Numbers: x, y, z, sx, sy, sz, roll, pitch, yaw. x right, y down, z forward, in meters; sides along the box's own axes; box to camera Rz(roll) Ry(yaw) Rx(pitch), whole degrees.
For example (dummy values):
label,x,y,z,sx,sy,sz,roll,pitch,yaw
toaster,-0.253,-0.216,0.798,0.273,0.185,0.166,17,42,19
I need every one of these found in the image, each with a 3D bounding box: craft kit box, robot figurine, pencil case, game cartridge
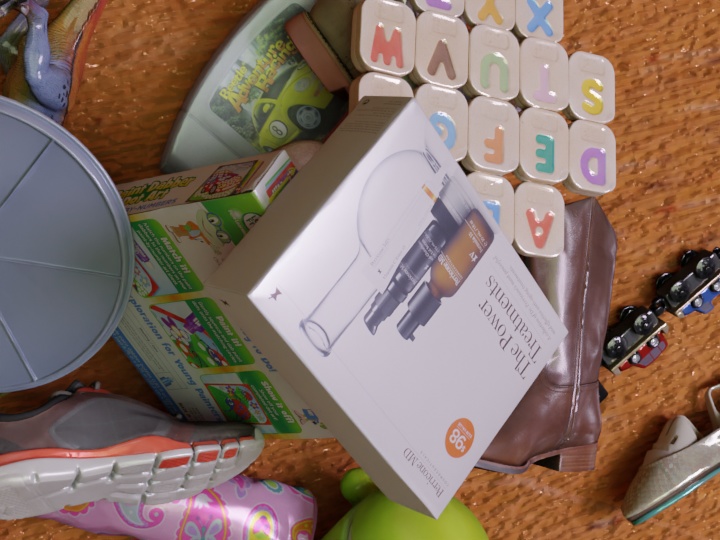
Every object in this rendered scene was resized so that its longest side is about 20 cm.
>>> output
label,x,y,z,sx,sy,sz,roll,pitch,yaw
craft kit box,-0.082,0.027,0.795,0.200,0.197,0.049,59,46,-29
robot figurine,0.015,0.230,0.880,0.115,0.176,0.200,13,132,-34
pencil case,-0.131,0.161,0.874,0.199,0.087,0.088,24,93,-17
game cartridge,-0.043,-0.119,0.873,0.133,0.041,0.200,39,88,-14

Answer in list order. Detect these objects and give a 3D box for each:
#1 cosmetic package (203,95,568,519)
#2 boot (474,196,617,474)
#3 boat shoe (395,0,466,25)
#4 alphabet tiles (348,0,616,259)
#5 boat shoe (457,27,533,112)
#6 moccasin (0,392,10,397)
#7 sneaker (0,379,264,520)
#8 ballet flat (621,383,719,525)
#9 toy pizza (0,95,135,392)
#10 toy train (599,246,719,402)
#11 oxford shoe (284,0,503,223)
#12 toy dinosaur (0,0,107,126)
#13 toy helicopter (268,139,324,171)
label,x,y,z,sx,sy,sz,roll,pitch,yaw
cosmetic package,0.023,0.023,0.722,0.151,0.052,0.200,-50,124,-19
boot,0.116,0.041,0.887,0.186,0.064,0.201,7,90,-46
boat shoe,0.049,-0.242,0.840,0.071,0.070,0.201,-3,91,-29
alphabet tiles,0.084,-0.111,0.806,0.199,0.015,0.197,9,77,-27
boat shoe,0.069,-0.085,0.893,0.068,0.072,0.201,12,107,-58
moccasin,-0.279,0.073,0.818,0.201,0.078,0.074,-21,105,-11
sneaker,-0.155,0.101,0.792,0.199,0.082,0.077,1,145,-33
ballet flat,0.281,0.133,1.005,0.199,0.067,0.063,-28,78,-13
toy pizza,-0.235,-0.016,0.753,0.199,0.032,0.201,0,116,-1
toy train,0.217,0.055,0.977,0.200,0.034,0.046,-41,111,-4
oxford shoe,0.038,-0.106,0.815,0.074,0.071,0.200,-40,93,9
toy dinosaur,-0.206,-0.094,0.808,0.199,0.105,0.182,-22,124,-21
toy helicopter,0.000,0.000,0.843,0.132,0.079,0.200,-37,101,-17
